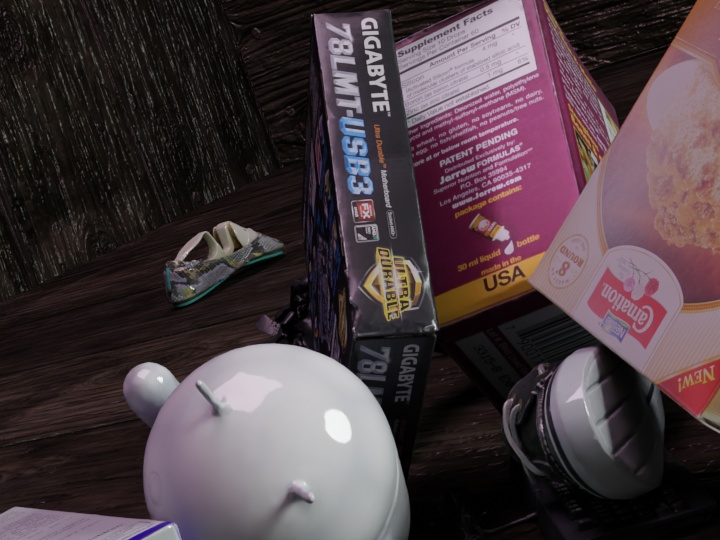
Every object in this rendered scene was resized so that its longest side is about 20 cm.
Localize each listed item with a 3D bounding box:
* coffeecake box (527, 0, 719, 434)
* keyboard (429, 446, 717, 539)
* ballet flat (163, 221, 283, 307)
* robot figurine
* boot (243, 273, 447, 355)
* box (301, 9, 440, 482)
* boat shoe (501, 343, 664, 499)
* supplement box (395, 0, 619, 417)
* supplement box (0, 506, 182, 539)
[{"bbox_3d":[0.184,-0.038,0.910,0.201,0.073,0.153,-60,33,7],"label":"coffeecake box"},{"bbox_3d":[0.097,0.112,1.007,0.126,0.021,0.200,-21,7,-1],"label":"keyboard"},{"bbox_3d":[-0.164,-0.020,2.418,0.072,0.073,0.200,-14,10,40],"label":"ballet flat"},{"bbox_3d":[-0.036,0.101,0.929,0.113,0.169,0.200,-56,-14,-13],"label":"robot figurine"},{"bbox_3d":[0.033,0.049,1.298,0.073,0.197,0.163,-51,14,43],"label":"boot"},{"bbox_3d":[0.000,0.000,1.089,0.049,0.200,0.201,-4,-33,-6],"label":"box"},{"bbox_3d":[0.103,0.077,0.974,0.070,0.073,0.200,-20,-5,14],"label":"boat shoe"},{"bbox_3d":[0.091,-0.033,1.116,0.103,0.131,0.201,-22,50,18],"label":"supplement box"},{"bbox_3d":[-0.146,0.175,0.914,0.103,0.102,0.200,-26,10,-30],"label":"supplement box"}]
